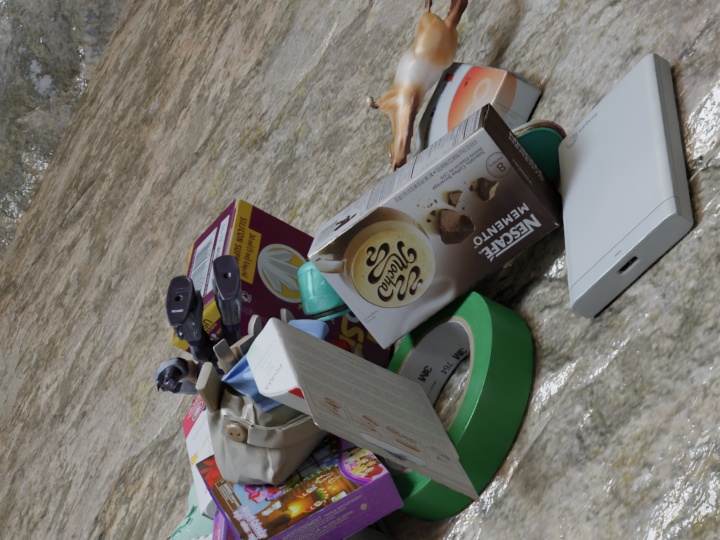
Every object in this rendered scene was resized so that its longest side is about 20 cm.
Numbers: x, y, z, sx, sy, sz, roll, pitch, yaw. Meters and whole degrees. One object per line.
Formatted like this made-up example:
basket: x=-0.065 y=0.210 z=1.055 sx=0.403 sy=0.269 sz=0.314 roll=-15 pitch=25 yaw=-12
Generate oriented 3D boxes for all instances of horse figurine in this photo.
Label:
horse figurine: x=0.061 y=-0.213 z=1.852 sx=0.201 sy=0.050 sz=0.133 roll=-60 pitch=20 yaw=17

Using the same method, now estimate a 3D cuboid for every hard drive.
hard drive: x=0.217 y=-0.073 z=1.493 sx=0.132 sy=0.027 sz=0.201 roll=-47 pitch=27 yaw=37

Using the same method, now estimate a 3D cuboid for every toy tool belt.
toy tool belt: x=-0.069 y=0.092 z=1.594 sx=0.124 sy=0.124 sz=0.200 roll=-5 pitch=28 yaw=38

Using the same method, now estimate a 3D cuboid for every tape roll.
tape roll: x=0.075 y=0.118 z=1.575 sx=0.201 sy=0.048 sz=0.201 roll=-48 pitch=27 yaw=34

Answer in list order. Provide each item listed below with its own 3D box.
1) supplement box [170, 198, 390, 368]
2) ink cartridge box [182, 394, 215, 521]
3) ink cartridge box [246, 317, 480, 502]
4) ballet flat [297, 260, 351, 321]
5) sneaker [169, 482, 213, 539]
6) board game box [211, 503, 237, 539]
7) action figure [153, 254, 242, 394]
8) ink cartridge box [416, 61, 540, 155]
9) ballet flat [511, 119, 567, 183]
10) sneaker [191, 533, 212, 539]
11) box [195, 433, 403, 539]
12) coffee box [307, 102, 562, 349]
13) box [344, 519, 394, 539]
supplement box: x=-0.074 y=0.042 z=1.790 sx=0.103 sy=0.199 sz=0.132 roll=-42 pitch=31 yaw=42
ink cartridge box: x=-0.112 y=0.167 z=1.895 sx=0.148 sy=0.085 sz=0.200 roll=-57 pitch=24 yaw=16
ink cartridge box: x=-0.001 y=0.125 z=1.459 sx=0.050 sy=0.160 sz=0.200 roll=-57 pitch=23 yaw=16
ballet flat: x=0.000 y=0.000 z=1.719 sx=0.067 sy=0.200 sz=0.071 roll=-14 pitch=91 yaw=27
sneaker: x=-0.201 y=0.285 z=1.906 sx=0.201 sy=0.117 sz=0.074 roll=-100 pitch=21 yaw=-56
board game box: x=-0.080 y=0.235 z=1.702 sx=0.032 sy=0.119 sz=0.201 roll=-46 pitch=27 yaw=37
action figure: x=-0.136 y=0.076 z=1.687 sx=0.201 sy=0.129 sz=0.070 roll=81 pitch=174 yaw=-52
ink cartridge box: x=0.088 y=-0.109 z=1.795 sx=0.201 sy=0.050 sz=0.162 roll=-61 pitch=21 yaw=-1
ballet flat: x=0.122 y=-0.061 z=1.659 sx=0.201 sy=0.069 sz=0.071 roll=-57 pitch=3 yaw=18
sneaker: x=-0.139 y=0.292 z=1.770 sx=0.199 sy=0.076 sz=0.081 roll=3 pitch=65 yaw=30
box: x=-0.058 y=0.188 z=1.584 sx=0.136 sy=0.039 sz=0.200 roll=-28 pitch=22 yaw=-10
coffee box: x=0.067 y=-0.039 z=1.588 sx=0.199 sy=0.113 sz=0.080 roll=-35 pitch=13 yaw=18
box: x=-0.020 y=0.239 z=1.610 sx=0.049 sy=0.082 sz=0.200 roll=-61 pitch=22 yaw=9
